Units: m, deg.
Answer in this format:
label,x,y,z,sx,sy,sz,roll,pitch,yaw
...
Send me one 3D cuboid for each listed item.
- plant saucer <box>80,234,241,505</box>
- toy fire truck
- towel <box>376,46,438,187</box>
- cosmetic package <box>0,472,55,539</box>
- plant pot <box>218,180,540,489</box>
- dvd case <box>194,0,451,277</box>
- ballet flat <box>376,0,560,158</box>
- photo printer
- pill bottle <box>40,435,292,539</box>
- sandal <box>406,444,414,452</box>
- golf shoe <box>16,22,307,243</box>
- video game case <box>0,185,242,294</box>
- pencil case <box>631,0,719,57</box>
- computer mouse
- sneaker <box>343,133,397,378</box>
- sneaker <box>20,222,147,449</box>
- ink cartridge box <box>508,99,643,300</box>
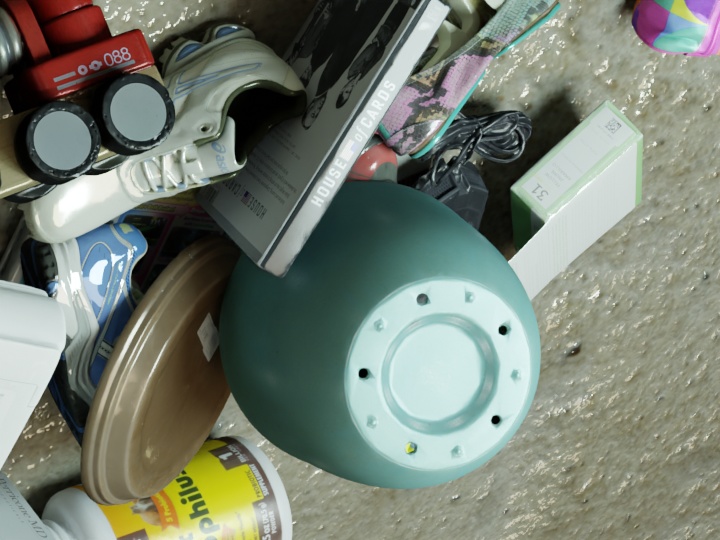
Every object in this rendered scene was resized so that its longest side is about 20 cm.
label,x,y,z,sx,sy,sz,roll,pitch,yaw
plant saucer,-0.124,0.072,1.614,0.200,0.029,0.200,-55,160,-31
toy fire truck,-0.217,-0.139,1.387,0.176,0.200,0.129,-23,-178,-24
towel,-0.007,-0.058,1.701,0.144,0.023,0.200,-25,139,-38
cosmetic package,-0.307,0.186,1.605,0.200,0.101,0.071,10,117,-48
plant pot,0.026,0.051,1.546,0.201,0.161,0.201,-3,100,-18
dvd case,-0.028,-0.104,1.535,0.025,0.150,0.200,29,96,-26
ballet flat,0.068,-0.158,1.644,0.200,0.071,0.069,-48,-166,-34
photo printer,-0.305,0.067,1.479,0.200,0.069,0.166,12,127,-28
pill bottle,-0.157,0.197,1.748,0.200,0.109,0.109,-17,136,-32
sandal,0.035,0.090,1.858,0.087,0.079,0.200,-39,145,-12
golf shoe,-0.122,-0.080,1.504,0.200,0.097,0.078,-40,134,-18
video game case,-0.157,-0.004,1.628,0.200,0.024,0.182,6,120,-45
pencil case,0.262,-0.249,1.736,0.088,0.088,0.200,-13,134,-35
computer mouse,0.049,-0.029,1.739,0.138,0.053,0.200,-9,120,-56
sneaker,0.000,0.000,1.655,0.071,0.098,0.200,-15,131,-42
sneaker,-0.170,0.052,1.585,0.077,0.076,0.200,-21,138,-20
ink cartridge box,0.131,-0.025,1.815,0.200,0.048,0.146,-41,163,-8
